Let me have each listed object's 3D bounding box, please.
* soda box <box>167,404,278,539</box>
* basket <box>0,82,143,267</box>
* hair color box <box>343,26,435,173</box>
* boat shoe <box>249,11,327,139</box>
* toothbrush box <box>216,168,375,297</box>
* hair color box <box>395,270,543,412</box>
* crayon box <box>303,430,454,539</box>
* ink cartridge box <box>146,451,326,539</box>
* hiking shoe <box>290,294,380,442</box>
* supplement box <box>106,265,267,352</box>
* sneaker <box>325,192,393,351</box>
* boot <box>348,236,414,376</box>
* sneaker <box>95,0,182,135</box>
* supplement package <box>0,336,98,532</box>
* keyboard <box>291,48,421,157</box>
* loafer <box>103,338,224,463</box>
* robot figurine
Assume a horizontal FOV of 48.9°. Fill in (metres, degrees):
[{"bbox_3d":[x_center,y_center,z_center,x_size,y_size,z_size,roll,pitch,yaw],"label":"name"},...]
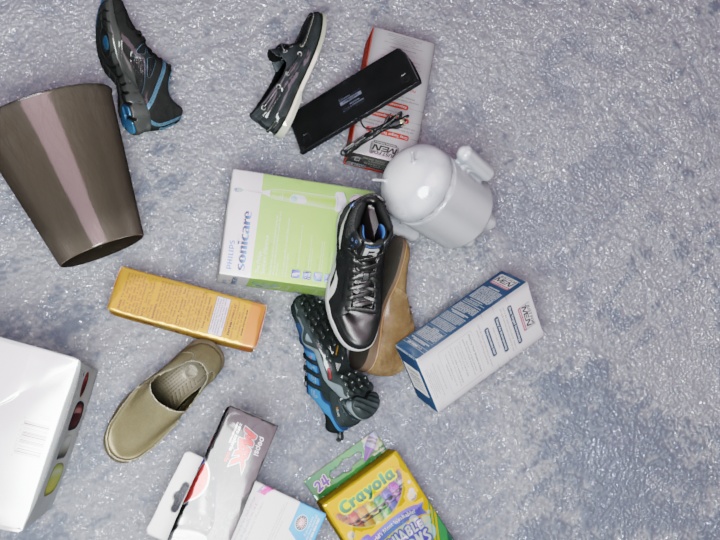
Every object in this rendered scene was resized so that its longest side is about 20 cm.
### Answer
[{"bbox_3d":[-0.171,0.269,0.964,0.071,0.063,0.200,24,73,-7],"label":"soda box"},{"bbox_3d":[-0.372,-0.116,1.024,0.180,0.136,0.200,-22,89,-21],"label":"basket"},{"bbox_3d":[0.043,-0.248,1.175,0.101,0.061,0.200,13,77,-10],"label":"hair color box"},{"bbox_3d":[-0.107,-0.293,1.143,0.066,0.074,0.200,22,85,-20],"label":"boat shoe"},{"bbox_3d":[-0.090,-0.046,1.096,0.200,0.086,0.146,8,79,-13],"label":"toothbrush box"},{"bbox_3d":[0.156,0.098,1.120,0.200,0.061,0.100,-32,120,-17],"label":"hair color box"},{"bbox_3d":[0.030,0.336,1.074,0.126,0.052,0.200,-33,88,-16],"label":"crayon box"},{"bbox_3d":[-0.161,0.324,1.023,0.200,0.068,0.115,28,74,-7],"label":"ink cartridge box"},{"bbox_3d":[-0.056,0.127,1.079,0.074,0.087,0.200,3,53,-49],"label":"hiking shoe"},{"bbox_3d":[-0.230,0.053,1.058,0.200,0.067,0.069,14,77,-11],"label":"supplement box"},{"bbox_3d":[0.000,0.000,1.007,0.073,0.112,0.201,1,81,-13],"label":"sneaker"},{"bbox_3d":[0.044,0.052,1.128,0.075,0.074,0.200,19,80,-28],"label":"boot"},{"bbox_3d":[-0.312,-0.288,1.107,0.082,0.073,0.200,-16,90,-31],"label":"sneaker"},{"bbox_3d":[-0.415,0.181,0.923,0.147,0.200,0.192,18,77,-10],"label":"supplement package"},{"bbox_3d":[-0.003,-0.221,1.118,0.200,0.021,0.127,-29,59,15],"label":"keyboard"},{"bbox_3d":[-0.259,0.168,1.013,0.076,0.067,0.200,41,91,-2],"label":"loafer"},{"bbox_3d":[0.106,-0.103,1.108,0.200,0.170,0.113,28,28,-42],"label":"robot figurine"}]
